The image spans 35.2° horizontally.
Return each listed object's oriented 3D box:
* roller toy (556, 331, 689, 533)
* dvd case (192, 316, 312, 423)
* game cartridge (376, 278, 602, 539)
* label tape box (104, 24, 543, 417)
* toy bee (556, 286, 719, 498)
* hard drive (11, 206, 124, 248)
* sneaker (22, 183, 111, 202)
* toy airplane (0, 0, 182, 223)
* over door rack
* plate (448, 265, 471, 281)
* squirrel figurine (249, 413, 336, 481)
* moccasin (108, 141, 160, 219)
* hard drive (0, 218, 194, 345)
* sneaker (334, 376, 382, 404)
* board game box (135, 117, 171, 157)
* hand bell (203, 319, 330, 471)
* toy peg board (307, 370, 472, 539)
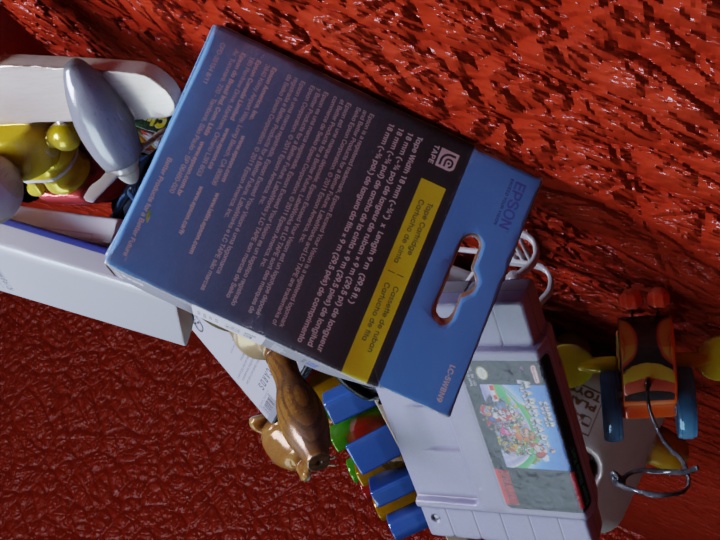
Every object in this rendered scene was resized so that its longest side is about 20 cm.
[{"bbox_3d":[0.156,0.119,0.943,0.199,0.141,0.181,25,-179,43],"label":"roller toy"},{"bbox_3d":[-0.114,0.021,0.987,0.200,0.025,0.151,47,142,13],"label":"dvd case"},{"bbox_3d":[0.076,0.096,0.729,0.128,0.038,0.202,1,125,35],"label":"game cartridge"},{"bbox_3d":[-0.020,-0.023,0.628,0.198,0.146,0.063,25,169,-3],"label":"label tape box"},{"bbox_3d":[0.197,0.061,0.751,0.129,0.111,0.200,-6,-172,-9],"label":"toy bee"},{"bbox_3d":[-0.234,-0.020,0.878,0.197,0.027,0.132,7,167,24],"label":"hard drive"},{"bbox_3d":[-0.259,-0.084,0.886,0.069,0.091,0.200,18,166,24],"label":"sneaker"},{"bbox_3d":[-0.224,-0.100,0.707,0.197,0.143,0.200,19,158,-20],"label":"toy airplane"},{"bbox_3d":[0.020,-0.026,0.744,0.198,0.067,0.148,20,168,23],"label":"over door rack"},{"bbox_3d":[0.000,0.000,0.957,0.197,0.033,0.200,19,172,3],"label":"plate"},{"bbox_3d":[-0.031,0.130,1.228,0.142,0.186,0.200,47,164,14],"label":"squirrel figurine"},{"bbox_3d":[-0.142,-0.049,0.867,0.080,0.069,0.199,27,167,-19],"label":"moccasin"},{"bbox_3d":[-0.220,0.001,0.821,0.197,0.026,0.132,17,161,0],"label":"hard drive"},{"bbox_3d":[0.055,0.069,0.811,0.198,0.071,0.100,24,-150,-3],"label":"sneaker"},{"bbox_3d":[-0.168,-0.105,0.898,0.198,0.024,0.105,19,171,26],"label":"board game box"},{"bbox_3d":[-0.055,0.065,0.799,0.104,0.104,0.201,32,-159,-37],"label":"hand bell"},{"bbox_3d":[0.010,0.146,1.035,0.202,0.097,0.200,62,-174,-19],"label":"toy peg board"}]
